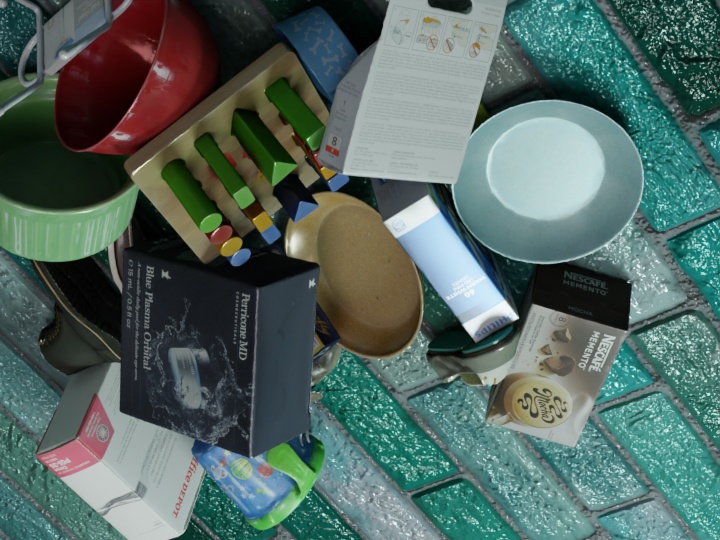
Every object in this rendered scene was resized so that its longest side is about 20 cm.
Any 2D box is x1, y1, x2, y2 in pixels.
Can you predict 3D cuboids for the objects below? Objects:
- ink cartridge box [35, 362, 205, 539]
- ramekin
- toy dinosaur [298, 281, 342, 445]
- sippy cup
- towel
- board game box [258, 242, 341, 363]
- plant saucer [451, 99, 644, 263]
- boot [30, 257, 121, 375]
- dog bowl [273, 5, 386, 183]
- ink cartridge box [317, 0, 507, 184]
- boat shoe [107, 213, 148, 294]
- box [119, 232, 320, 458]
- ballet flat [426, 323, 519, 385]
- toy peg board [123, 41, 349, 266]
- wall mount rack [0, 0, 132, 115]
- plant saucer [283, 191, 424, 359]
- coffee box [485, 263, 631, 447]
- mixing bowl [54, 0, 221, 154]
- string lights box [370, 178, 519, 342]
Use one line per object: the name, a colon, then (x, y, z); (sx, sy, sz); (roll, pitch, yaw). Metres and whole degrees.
ink cartridge box: (-0.297, 0.234, 1.909); (0.082, 0.147, 0.200); (-23, 122, 30)
ramekin: (-0.325, -0.106, 1.596); (0.198, 0.201, 0.098); (16, 139, -2)
toy dinosaur: (-0.066, 0.097, 1.797); (0.102, 0.077, 0.201); (26, 105, -8)
sippy cup: (-0.135, 0.230, 1.877); (0.130, 0.140, 0.177); (42, 124, -19)
towel: (0.093, -0.153, 1.572); (0.085, 0.018, 0.200); (-20, 123, 28)
board game box: (-0.126, 0.080, 1.745); (0.200, 0.034, 0.136); (-42, 77, 35)
plant saucer: (0.194, -0.099, 1.571); (0.199, 0.039, 0.203); (3, 126, 3)
boot: (-0.365, 0.054, 1.824); (0.137, 0.078, 0.201); (-17, 124, 31)
dog bowl: (-0.013, -0.180, 1.516); (0.049, 0.112, 0.201); (-37, 120, -2)
ink cartridge box: (0.051, -0.187, 1.451); (0.050, 0.161, 0.202); (26, 108, 44)
boat shoe: (-0.252, 0.005, 1.755); (0.059, 0.072, 0.201); (0, 134, 6)
box: (-0.159, 0.077, 1.675); (0.198, 0.117, 0.199); (14, 109, 31)
ballet flat: (0.137, 0.099, 1.693); (0.064, 0.067, 0.200); (59, 160, -7)
toy peg board: (-0.100, -0.088, 1.512); (0.199, 0.098, 0.199); (-37, 149, -2)
wall mount rack: (-0.304, -0.235, 1.490); (0.199, 0.175, 0.074); (-32, 141, 33)
plant saucer: (0.000, 0.000, 1.670); (0.199, 0.035, 0.202); (23, 128, 33)
coffee box: (0.224, 0.095, 1.713); (0.112, 0.080, 0.201); (17, 132, 0)
mixing bowl: (-0.211, -0.195, 1.510); (0.108, 0.202, 0.200); (23, 136, -36)
string lights box: (0.089, -0.028, 1.605); (0.059, 0.103, 0.200); (-31, 126, 13)
